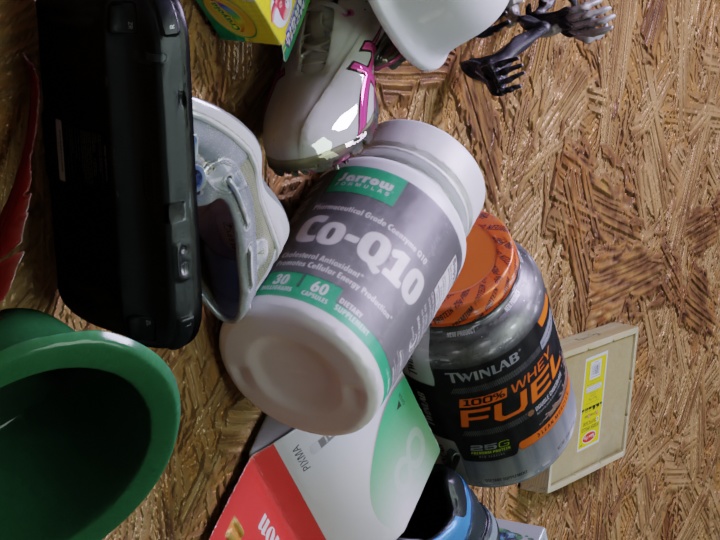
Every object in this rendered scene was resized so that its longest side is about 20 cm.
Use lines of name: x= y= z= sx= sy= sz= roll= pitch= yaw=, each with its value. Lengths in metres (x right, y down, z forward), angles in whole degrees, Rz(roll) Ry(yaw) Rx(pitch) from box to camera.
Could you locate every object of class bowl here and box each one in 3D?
bowl: x=0.052 y=-0.234 z=1.375 sx=0.201 sy=0.090 sz=0.202 roll=-18 pitch=90 yaw=-73

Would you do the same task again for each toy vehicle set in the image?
toy vehicle set: x=0.197 y=0.120 z=1.957 sx=0.200 sy=0.026 sz=0.125 roll=-11 pitch=108 yaw=-63

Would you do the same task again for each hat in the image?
hat: x=-0.196 y=0.041 z=1.125 sx=0.200 sy=0.176 sz=0.166 roll=-31 pitch=141 yaw=-10

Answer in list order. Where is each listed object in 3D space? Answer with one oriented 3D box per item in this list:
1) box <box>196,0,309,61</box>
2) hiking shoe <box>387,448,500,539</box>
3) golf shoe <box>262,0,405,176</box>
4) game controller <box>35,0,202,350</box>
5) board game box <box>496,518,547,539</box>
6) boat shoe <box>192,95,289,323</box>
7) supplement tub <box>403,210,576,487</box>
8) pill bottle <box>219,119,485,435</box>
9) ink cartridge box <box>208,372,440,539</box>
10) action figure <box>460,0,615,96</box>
box: x=-0.070 y=-0.219 z=1.265 sx=0.200 sy=0.048 sz=0.118 roll=55 pitch=48 yaw=-53
hiking shoe: x=0.019 y=0.225 z=1.570 sx=0.200 sy=0.074 sz=0.087 roll=-55 pitch=135 yaw=-28
golf shoe: x=-0.022 y=-0.138 z=1.371 sx=0.200 sy=0.072 sz=0.092 roll=-68 pitch=145 yaw=-46
game controller: x=-0.126 y=-0.058 z=1.136 sx=0.042 sy=0.104 sz=0.201 roll=-17 pitch=116 yaw=-36
board game box: x=0.098 y=0.324 z=1.779 sx=0.200 sy=0.064 sz=0.148 roll=-59 pitch=146 yaw=-41
boat shoe: x=-0.094 y=-0.040 z=1.247 sx=0.202 sy=0.074 sz=0.065 roll=64 pitch=38 yaw=-60
supplement tub: x=0.083 y=0.055 z=1.587 sx=0.123 sy=0.122 sz=0.200 roll=-63 pitch=149 yaw=-32
pill bottle: x=0.000 y=0.000 z=1.407 sx=0.200 sy=0.113 sz=0.113 roll=-59 pitch=147 yaw=-40
ink cartridge box: x=-0.020 y=0.148 z=1.479 sx=0.200 sy=0.050 sz=0.161 roll=-66 pitch=147 yaw=-34
action figure: x=0.140 y=-0.218 z=1.641 sx=0.200 sy=0.102 sz=0.119 roll=-56 pitch=134 yaw=-38
